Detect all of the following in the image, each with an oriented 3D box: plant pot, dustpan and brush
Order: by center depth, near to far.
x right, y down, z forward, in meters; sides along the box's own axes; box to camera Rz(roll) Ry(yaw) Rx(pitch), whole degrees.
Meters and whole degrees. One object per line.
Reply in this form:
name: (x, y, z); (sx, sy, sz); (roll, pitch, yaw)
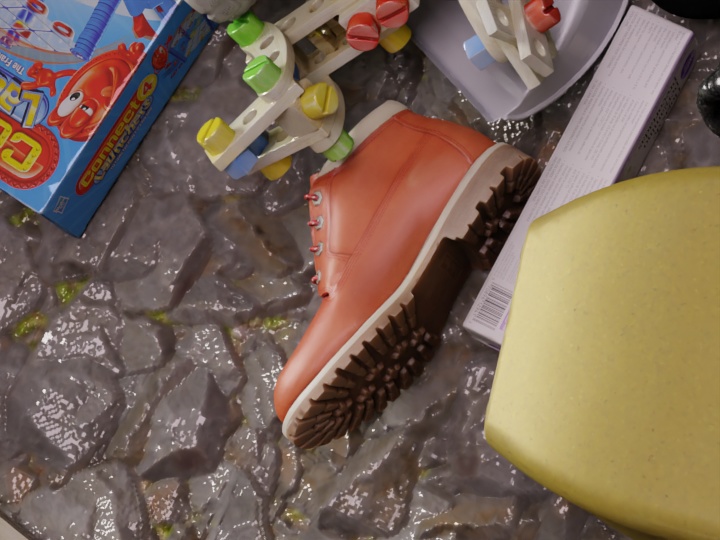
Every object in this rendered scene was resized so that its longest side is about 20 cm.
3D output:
plant pot: (0.177, 0.053, 1.254); (0.200, 0.194, 0.196); (10, 79, 23)
dustpan and brush: (0.118, -0.181, 1.403); (0.200, 0.057, 0.140); (-45, 57, 8)

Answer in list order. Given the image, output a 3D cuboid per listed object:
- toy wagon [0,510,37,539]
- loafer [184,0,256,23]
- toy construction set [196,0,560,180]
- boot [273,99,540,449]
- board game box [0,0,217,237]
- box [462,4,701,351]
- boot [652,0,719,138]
toy wagon: (-0.253, 0.222, 1.412); (0.155, 0.040, 0.200); (36, 89, 21)
loafer: (-0.052, -0.219, 1.410); (0.070, 0.070, 0.200); (-34, 32, 38)
toy construction set: (0.009, -0.125, 1.351); (0.200, 0.092, 0.131); (-18, 36, 19)
boot: (0.000, 0.000, 1.381); (0.107, 0.075, 0.200); (31, 78, 24)
board game box: (-0.196, -0.154, 1.480); (0.200, 0.056, 0.196); (31, 86, 21)
box: (0.120, -0.045, 1.369); (0.041, 0.039, 0.200); (26, 85, 19)
boot: (0.200, -0.125, 1.276); (0.211, 0.079, 0.158); (-10, 51, 52)
